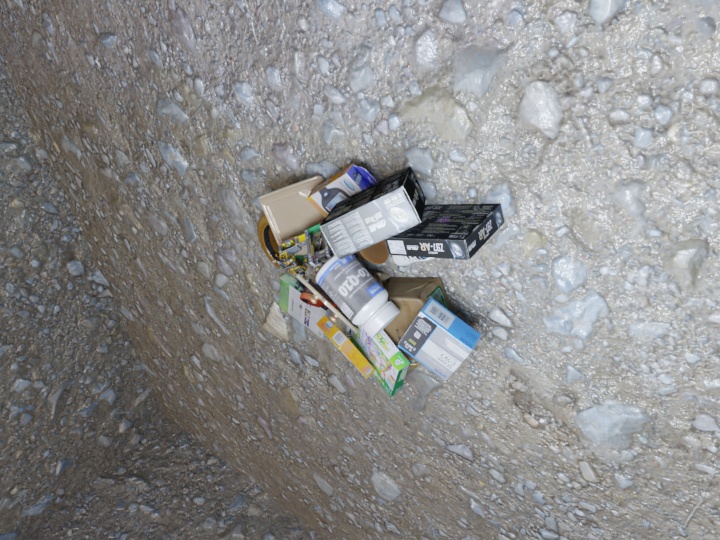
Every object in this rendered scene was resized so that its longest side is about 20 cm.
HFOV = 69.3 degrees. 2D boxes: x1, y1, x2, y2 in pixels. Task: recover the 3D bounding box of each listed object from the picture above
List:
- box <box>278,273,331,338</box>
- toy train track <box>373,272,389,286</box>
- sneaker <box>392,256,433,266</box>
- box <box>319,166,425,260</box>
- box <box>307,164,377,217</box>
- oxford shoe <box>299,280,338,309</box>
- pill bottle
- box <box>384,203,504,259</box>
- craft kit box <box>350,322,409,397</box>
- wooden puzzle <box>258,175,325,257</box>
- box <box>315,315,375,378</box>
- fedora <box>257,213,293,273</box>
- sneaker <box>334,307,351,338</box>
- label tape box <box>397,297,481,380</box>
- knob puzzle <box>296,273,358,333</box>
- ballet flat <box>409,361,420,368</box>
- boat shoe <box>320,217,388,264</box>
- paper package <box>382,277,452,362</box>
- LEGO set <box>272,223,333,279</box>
[{"bbox_3d":[-0.183,0.114,1.699,0.199,0.036,0.145,33,139,19],"label":"box"},{"bbox_3d":[0.000,0.000,1.374,0.200,0.114,0.033,40,142,48],"label":"toy train track"},{"bbox_3d":[0.134,-0.050,1.218,0.072,0.072,0.199,54,143,-9],"label":"sneaker"},{"bbox_3d":[0.032,-0.125,1.122,0.198,0.164,0.087,-24,107,19],"label":"box"},{"bbox_3d":[-0.032,-0.177,1.268,0.119,0.042,0.199,44,147,-19],"label":"box"},{"bbox_3d":[-0.078,0.080,1.539,0.197,0.073,0.071,17,158,8],"label":"oxford shoe"},{"bbox_3d":[-0.005,0.057,1.253,0.200,0.113,0.114,47,142,10],"label":"pill bottle"},{"bbox_3d":[0.171,-0.085,1.080,0.198,0.160,0.044,5,124,41],"label":"box"},{"bbox_3d":[0.046,0.221,1.402,0.198,0.048,0.201,53,159,25],"label":"craft kit box"},{"bbox_3d":[-0.153,-0.139,1.395,0.183,0.037,0.202,-17,116,9],"label":"wooden puzzle"},{"bbox_3d":[-0.034,0.212,1.406,0.119,0.041,0.200,40,171,43],"label":"box"},{"bbox_3d":[-0.216,-0.089,1.524,0.199,0.082,0.202,26,137,27],"label":"fedora"},{"bbox_3d":[-0.026,0.153,1.509,0.076,0.084,0.201,61,157,25],"label":"sneaker"},{"bbox_3d":[0.169,0.180,1.220,0.143,0.066,0.201,36,133,9],"label":"label tape box"},{"bbox_3d":[-0.085,0.100,1.357,0.219,0.030,0.220,43,174,5],"label":"knob puzzle"},{"bbox_3d":[0.086,0.220,1.497,0.199,0.069,0.063,34,155,22],"label":"ballet flat"},{"bbox_3d":[-0.013,-0.079,1.296,0.199,0.071,0.070,33,170,-35],"label":"boat shoe"},{"bbox_3d":[0.140,0.128,1.334,0.189,0.103,0.202,-2,119,44],"label":"paper package"},{"bbox_3d":[-0.122,-0.023,1.356,0.197,0.117,0.154,-17,149,9],"label":"LEGO set"}]
